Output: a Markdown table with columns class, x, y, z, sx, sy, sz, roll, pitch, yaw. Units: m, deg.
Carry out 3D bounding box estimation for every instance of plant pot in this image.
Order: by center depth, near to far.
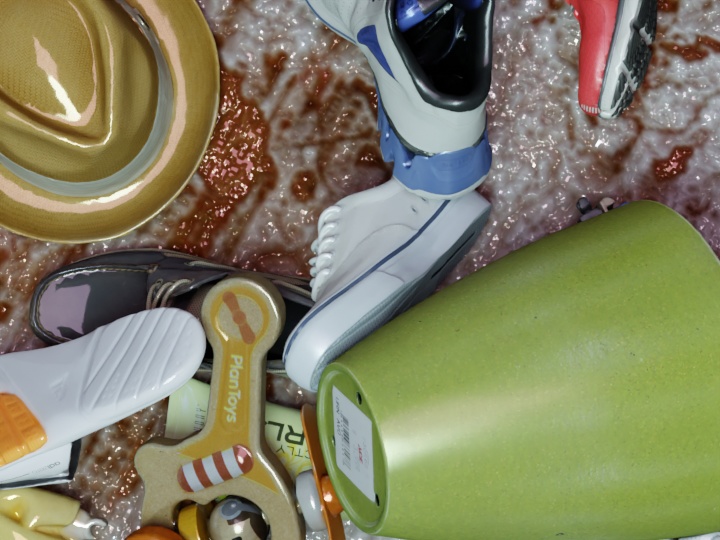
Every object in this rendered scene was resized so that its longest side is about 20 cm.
| class | x | y | z | sx | sy | sz | roll | pitch | yaw |
| --- | --- | --- | --- | --- | --- | --- | --- | --- | --- |
| plant pot | 0.084 | 0.074 | 1.267 | 0.198 | 0.187 | 0.189 | -13 | 84 | -21 |

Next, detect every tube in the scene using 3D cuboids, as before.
| class | x | y | z | sx | sy | sz | roll | pitch | yaw |
| --- | --- | --- | --- | --- | --- | --- | --- | --- | --- |
| tube | -0.020 | 0.116 | 1.368 | 0.198 | 0.052 | 0.058 | 10 | 55 | 8 |

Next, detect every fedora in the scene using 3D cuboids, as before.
| class | x | y | z | sx | sy | sz | roll | pitch | yaw |
| --- | --- | --- | --- | --- | --- | --- | --- | --- | --- |
| fedora | -0.179 | -0.116 | 1.374 | 0.199 | 0.082 | 0.203 | 0 | 85 | 2 |

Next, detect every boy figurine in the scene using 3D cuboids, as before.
| class | x | y | z | sx | sy | sz | roll | pitch | yaw |
| --- | --- | --- | --- | --- | --- | --- | --- | --- | --- |
| boy figurine | -0.205 | 0.180 | 1.358 | 0.199 | 0.064 | 0.125 | 34 | 87 | 5 |

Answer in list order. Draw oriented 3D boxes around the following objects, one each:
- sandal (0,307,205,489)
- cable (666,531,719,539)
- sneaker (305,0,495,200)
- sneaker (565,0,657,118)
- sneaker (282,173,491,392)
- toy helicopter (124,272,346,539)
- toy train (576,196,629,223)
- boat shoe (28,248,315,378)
| class | x | y | z | sx | sy | sz | roll | pitch | yaw |
| --- | --- | --- | --- | --- | --- | --- | --- | --- | --- |
| sandal | -0.165 | 0.084 | 1.320 | 0.205 | 0.059 | 0.080 | -18 | 49 | 23 |
| cable | 0.140 | 0.246 | 1.340 | 0.198 | 0.069 | 0.202 | 2 | 86 | 3 |
| sneaker | 0.031 | -0.152 | 1.332 | 0.080 | 0.115 | 0.200 | -16 | 64 | -18 |
| sneaker | 0.132 | -0.185 | 1.387 | 0.084 | 0.077 | 0.202 | -1 | 78 | 13 |
| sneaker | 0.000 | 0.000 | 1.326 | 0.071 | 0.200 | 0.073 | 32 | 127 | 12 |
| toy helicopter | -0.062 | 0.101 | 1.313 | 0.131 | 0.079 | 0.202 | 9 | 106 | 13 |
| toy train | 0.187 | 0.040 | 1.374 | 0.046 | 0.034 | 0.201 | -30 | 85 | -5 |
| boat shoe | -0.096 | 0.023 | 1.364 | 0.198 | 0.073 | 0.075 | 2 | 85 | 2 |
